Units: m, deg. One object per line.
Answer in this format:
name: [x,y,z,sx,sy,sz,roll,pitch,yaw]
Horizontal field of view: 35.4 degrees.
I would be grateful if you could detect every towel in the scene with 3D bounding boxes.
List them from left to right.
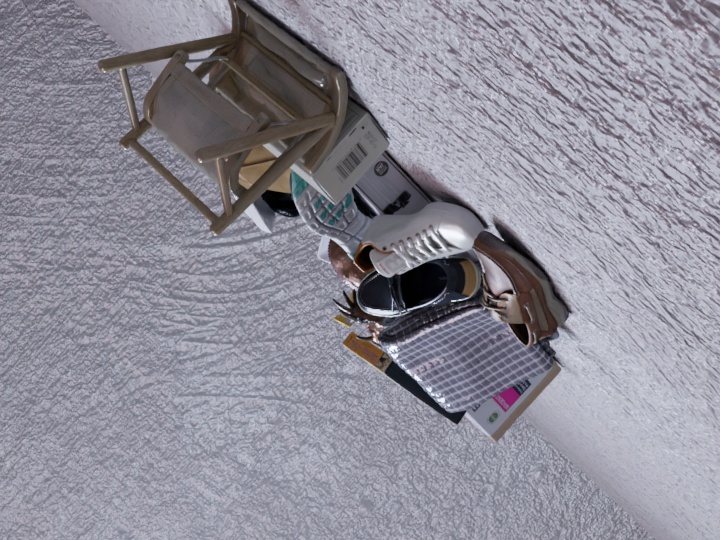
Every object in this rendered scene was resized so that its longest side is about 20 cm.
towel: [0.145,0.095,1.507,0.166,0.199,0.086,45,-143,-23]

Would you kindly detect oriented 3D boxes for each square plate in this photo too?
square plate: [-0.196,-0.169,1.774,0.201,0.028,0.199,56,-167,-22]

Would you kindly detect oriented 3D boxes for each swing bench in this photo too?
swing bench: [-0.147,-0.181,1.258,0.199,0.199,0.130,41,153,30]

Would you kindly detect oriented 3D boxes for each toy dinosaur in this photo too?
toy dinosaur: [0.000,0.000,1.582,0.201,0.135,0.086,54,-162,12]

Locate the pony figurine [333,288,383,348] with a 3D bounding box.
pony figurine: [0.080,0.025,1.666,0.192,0.201,0.167,28,173,3]

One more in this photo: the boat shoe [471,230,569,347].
boat shoe: [0.177,0.028,1.301,0.076,0.072,0.200,39,175,46]

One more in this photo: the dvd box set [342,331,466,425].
dvd box set: [0.062,0.158,1.686,0.146,0.030,0.200,36,176,-19]

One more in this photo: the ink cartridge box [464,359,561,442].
ink cartridge box: [0.204,0.152,1.761,0.075,0.165,0.200,39,176,46]

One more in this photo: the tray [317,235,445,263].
tray: [0.034,-0.030,1.777,0.198,0.108,0.022,22,-145,9]

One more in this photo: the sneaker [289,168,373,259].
sneaker: [-0.042,-0.083,1.464,0.091,0.078,0.200,46,178,43]

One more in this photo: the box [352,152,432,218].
box: [0.020,-0.113,1.475,0.200,0.060,0.117,44,177,-21]

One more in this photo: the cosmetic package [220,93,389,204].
cosmetic package: [-0.071,-0.179,1.358,0.200,0.104,0.073,42,177,37]

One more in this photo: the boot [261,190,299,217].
boot: [-0.149,-0.194,1.772,0.201,0.076,0.169,55,-168,-37]

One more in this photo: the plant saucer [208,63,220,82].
plant saucer: [-0.160,-0.233,1.637,0.200,0.029,0.201,40,148,31]

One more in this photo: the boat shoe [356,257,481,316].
boat shoe: [0.063,0.019,1.457,0.199,0.075,0.062,-9,173,44]

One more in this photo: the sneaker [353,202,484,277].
sneaker: [0.067,-0.026,1.361,0.073,0.085,0.199,48,150,-22]

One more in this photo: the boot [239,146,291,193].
boot: [-0.143,-0.184,1.570,0.199,0.066,0.176,3,130,56]
